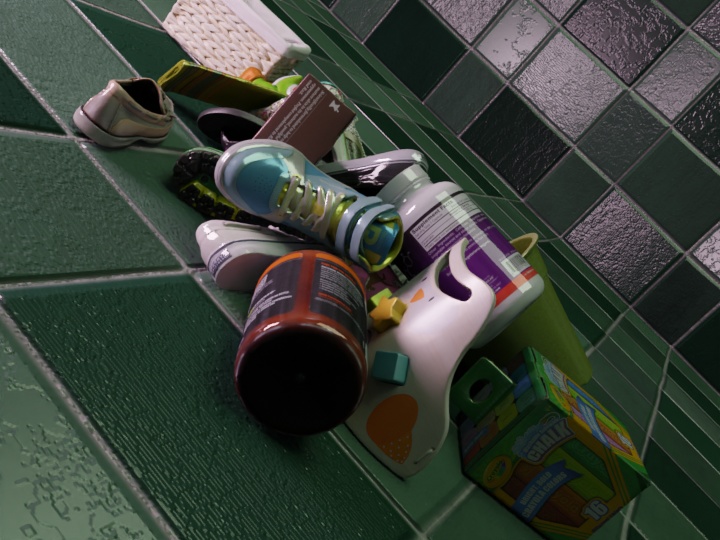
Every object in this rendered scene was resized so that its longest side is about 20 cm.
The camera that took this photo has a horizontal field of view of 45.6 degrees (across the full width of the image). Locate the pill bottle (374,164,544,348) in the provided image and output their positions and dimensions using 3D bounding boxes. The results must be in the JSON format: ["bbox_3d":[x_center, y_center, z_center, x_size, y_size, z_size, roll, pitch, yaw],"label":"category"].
[{"bbox_3d":[0.101,-0.019,0.953,0.200,0.112,0.112,49,18,11],"label":"pill bottle"}]

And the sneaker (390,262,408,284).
[{"bbox_3d":[0.036,-0.035,1.104,0.081,0.075,0.200,40,-19,22],"label":"sneaker"}]

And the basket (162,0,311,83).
[{"bbox_3d":[-0.202,-0.380,1.391,0.200,0.123,0.136,44,17,0],"label":"basket"}]

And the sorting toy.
[{"bbox_3d":[0.053,0.056,0.820,0.107,0.180,0.200,36,18,-22],"label":"sorting toy"}]

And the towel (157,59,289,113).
[{"bbox_3d":[-0.161,-0.230,1.134,0.200,0.086,0.018,12,76,-33],"label":"towel"}]

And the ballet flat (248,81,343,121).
[{"bbox_3d":[-0.101,-0.190,1.135,0.076,0.200,0.064,12,71,-40],"label":"ballet flat"}]

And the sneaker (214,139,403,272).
[{"bbox_3d":[-0.035,-0.060,0.828,0.200,0.080,0.130,18,11,-42],"label":"sneaker"}]

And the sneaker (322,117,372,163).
[{"bbox_3d":[-0.009,-0.137,1.188,0.088,0.077,0.201,-12,87,-38],"label":"sneaker"}]

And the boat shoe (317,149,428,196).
[{"bbox_3d":[-0.010,-0.101,1.085,0.069,0.200,0.057,44,40,-51],"label":"boat shoe"}]

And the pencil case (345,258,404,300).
[{"bbox_3d":[0.000,0.000,1.006,0.083,0.087,0.200,-21,54,-22],"label":"pencil case"}]

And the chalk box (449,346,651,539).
[{"bbox_3d":[0.187,0.178,0.926,0.200,0.125,0.124,38,17,-11],"label":"chalk box"}]

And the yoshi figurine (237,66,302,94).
[{"bbox_3d":[-0.113,-0.214,1.281,0.112,0.112,0.200,-29,53,-33],"label":"yoshi figurine"}]

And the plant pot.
[{"bbox_3d":[0.196,0.086,1.107,0.190,0.200,0.200,55,16,-5],"label":"plant pot"}]

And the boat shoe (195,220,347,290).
[{"bbox_3d":[-0.089,-0.017,0.879,0.200,0.071,0.070,5,43,-53],"label":"boat shoe"}]

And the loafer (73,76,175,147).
[{"bbox_3d":[-0.239,-0.179,0.932,0.072,0.063,0.200,41,17,-5],"label":"loafer"}]

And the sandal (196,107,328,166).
[{"bbox_3d":[-0.119,-0.146,1.104,0.200,0.075,0.048,27,55,-17],"label":"sandal"}]

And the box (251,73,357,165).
[{"bbox_3d":[-0.078,-0.141,0.982,0.075,0.100,0.200,40,-11,-9],"label":"box"}]

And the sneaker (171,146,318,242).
[{"bbox_3d":[-0.109,-0.075,0.947,0.200,0.078,0.085,38,17,-15],"label":"sneaker"}]

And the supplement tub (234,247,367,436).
[{"bbox_3d":[-0.046,0.048,0.746,0.107,0.107,0.200,38,18,-14],"label":"supplement tub"}]
